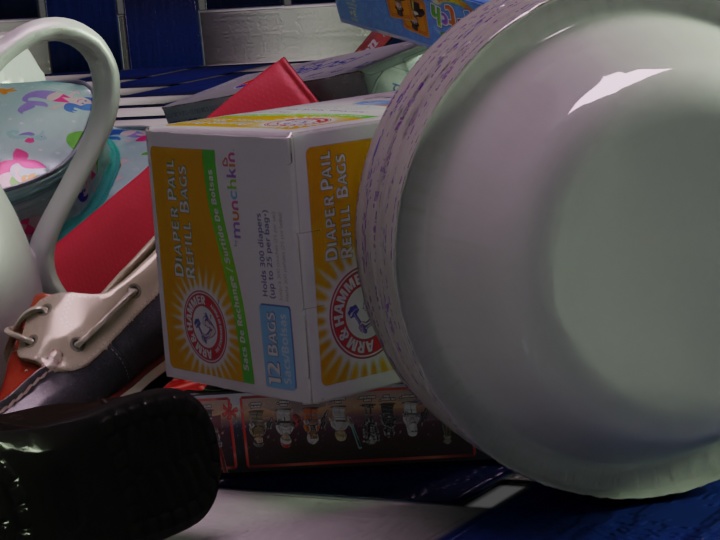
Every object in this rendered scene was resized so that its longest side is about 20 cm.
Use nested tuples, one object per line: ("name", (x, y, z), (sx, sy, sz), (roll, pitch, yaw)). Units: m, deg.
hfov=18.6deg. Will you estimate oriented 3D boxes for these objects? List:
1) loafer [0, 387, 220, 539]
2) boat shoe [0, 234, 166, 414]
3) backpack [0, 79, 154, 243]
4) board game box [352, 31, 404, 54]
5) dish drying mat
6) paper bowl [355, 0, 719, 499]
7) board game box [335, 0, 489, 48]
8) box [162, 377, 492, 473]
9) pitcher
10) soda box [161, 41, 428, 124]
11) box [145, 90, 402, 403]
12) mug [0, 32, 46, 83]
("loafer", (-0.144, 0.091, 0.807), (0.199, 0.074, 0.071), (-7, -2, -42))
("boat shoe", (-0.122, 0.034, 0.969), (0.200, 0.063, 0.071), (-35, 8, -31))
("backpack", (-0.182, -0.015, 1.179), (0.199, 0.151, 0.178), (5, 34, 10))
("board game box", (0.060, -0.130, 1.227), (0.103, 0.200, 0.019), (21, 31, -42))
("dish drying mat", (-0.093, -0.015, 1.072), (0.200, 0.077, 0.018), (-40, -22, 3))
("paper bowl", (0.105, -0.012, 0.837), (0.199, 0.202, 0.104), (-8, 11, -14))
("board game box", (0.104, -0.139, 0.999), (0.151, 0.037, 0.200), (-31, 34, -27))
("box", (0.020, 0.052, 0.992), (0.199, 0.040, 0.137), (-4, 11, 10))
("pitcher", (-0.186, -0.014, 1.016), (0.171, 0.201, 0.121), (-9, 10, -22))
("soda box", (-0.022, -0.073, 1.148), (0.063, 0.069, 0.200), (-25, 12, -32))
("box", (0.018, -0.018, 0.945), (0.199, 0.113, 0.101), (-11, 11, -39))
("mug", (-0.273, -0.054, 1.362), (0.199, 0.177, 0.147), (-10, 11, -33))
